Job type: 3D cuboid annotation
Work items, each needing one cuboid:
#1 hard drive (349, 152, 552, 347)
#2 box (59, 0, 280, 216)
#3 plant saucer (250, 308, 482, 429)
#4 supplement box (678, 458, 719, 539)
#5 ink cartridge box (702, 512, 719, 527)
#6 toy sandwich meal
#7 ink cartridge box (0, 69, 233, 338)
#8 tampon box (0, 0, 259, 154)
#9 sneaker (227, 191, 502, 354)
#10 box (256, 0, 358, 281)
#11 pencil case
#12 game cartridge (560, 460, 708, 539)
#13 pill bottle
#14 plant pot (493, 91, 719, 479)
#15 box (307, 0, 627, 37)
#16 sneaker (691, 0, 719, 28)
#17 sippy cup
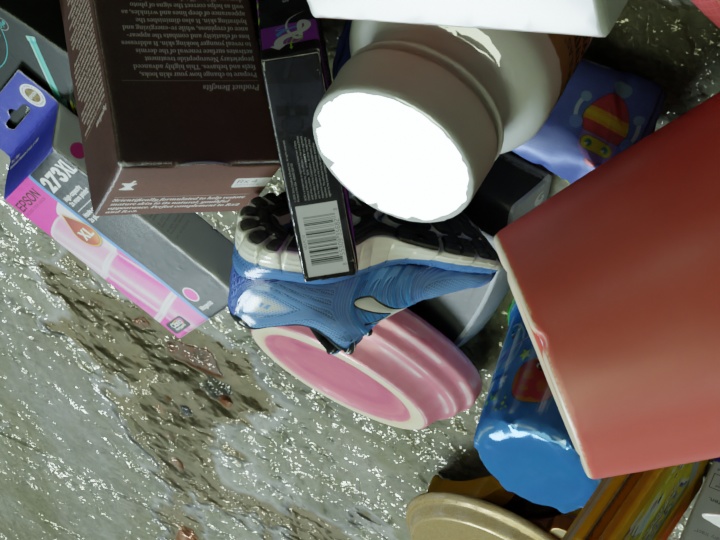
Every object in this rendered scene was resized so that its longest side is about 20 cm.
[{"bbox_3d":[0.047,-0.024,1.106,0.134,0.042,0.200,28,146,6],"label":"hard drive"},{"bbox_3d":[-0.118,-0.137,0.944,0.100,0.201,0.075,-2,157,-25],"label":"box"},{"bbox_3d":[-0.006,0.062,1.204,0.200,0.051,0.201,28,164,9],"label":"plant saucer"},{"bbox_3d":[0.261,0.250,1.142,0.103,0.200,0.101,22,145,13],"label":"supplement box"},{"bbox_3d":[0.319,0.154,1.028,0.116,0.068,0.200,-6,156,42],"label":"ink cartridge box"},{"bbox_3d":[0.133,0.229,1.345,0.204,0.070,0.206,25,150,15],"label":"toy sandwich meal"},{"bbox_3d":[-0.167,-0.040,1.040,0.200,0.037,0.095,42,145,-12],"label":"ink cartridge box"},{"bbox_3d":[-0.167,-0.139,1.055,0.199,0.127,0.150,34,147,-5],"label":"tampon box"},{"bbox_3d":[0.000,0.000,0.987,0.079,0.199,0.089,54,133,39],"label":"sneaker"},{"bbox_3d":[-0.034,-0.110,0.911,0.036,0.200,0.144,-9,126,2],"label":"box"},{"bbox_3d":[0.084,-0.107,0.943,0.199,0.087,0.078,25,104,10],"label":"pencil case"},{"bbox_3d":[0.192,0.168,1.094,0.032,0.177,0.200,29,156,23],"label":"game cartridge"},{"bbox_3d":[0.059,-0.125,0.827,0.114,0.200,0.115,21,145,16],"label":"pill bottle"},{"bbox_3d":[0.177,0.014,0.846,0.176,0.201,0.201,-21,130,3],"label":"plant pot"},{"bbox_3d":[0.068,-0.211,0.711,0.152,0.200,0.107,10,141,30],"label":"box"},{"bbox_3d":[0.233,-0.137,0.810,0.200,0.074,0.087,36,160,1],"label":"sneaker"},{"bbox_3d":[0.145,0.088,1.093,0.139,0.131,0.178,15,143,24],"label":"sippy cup"}]
